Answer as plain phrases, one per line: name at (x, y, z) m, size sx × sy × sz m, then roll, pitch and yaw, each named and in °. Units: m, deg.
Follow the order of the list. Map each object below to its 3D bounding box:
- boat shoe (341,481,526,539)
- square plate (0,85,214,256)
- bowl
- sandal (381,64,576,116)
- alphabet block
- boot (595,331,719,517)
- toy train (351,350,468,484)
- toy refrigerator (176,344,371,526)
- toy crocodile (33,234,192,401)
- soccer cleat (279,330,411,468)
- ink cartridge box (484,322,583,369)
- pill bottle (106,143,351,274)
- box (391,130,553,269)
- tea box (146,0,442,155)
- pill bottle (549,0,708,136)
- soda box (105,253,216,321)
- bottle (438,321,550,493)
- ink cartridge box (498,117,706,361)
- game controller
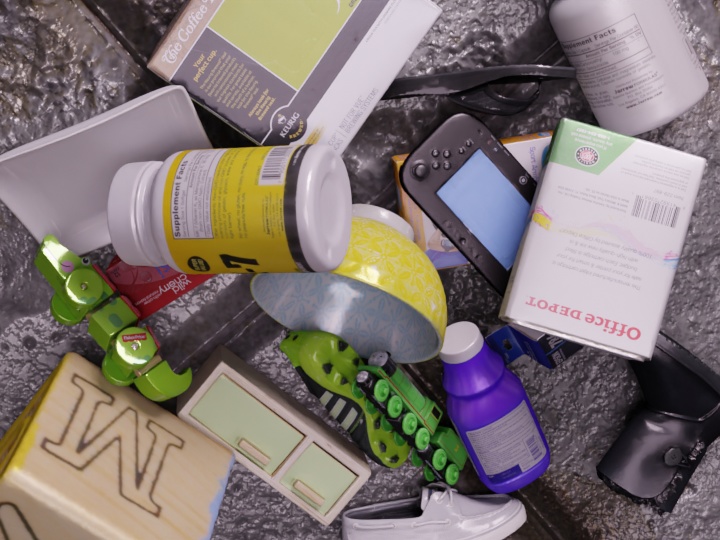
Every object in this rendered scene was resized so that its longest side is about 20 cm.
boat shoe at (0.076, 0.264, 1.400) m, size 0.199 × 0.072 × 0.069 m, roll -11°, pitch 105°, yaw 5°
square plate at (-0.234, -0.092, 1.234) m, size 0.197 × 0.200 × 0.029 m, roll -22°, pitch 64°, yaw -1°
bowl at (0.000, 0.000, 1.284) m, size 0.199 × 0.200 × 0.108 m, roll 24°, pitch 66°, yaw -12°
sandal at (0.114, -0.174, 1.288) m, size 0.199 × 0.075 × 0.048 m, roll -5°, pitch 95°, yaw 9°
alphabet block at (-0.267, 0.238, 1.255) m, size 0.200 × 0.197 × 0.195 m, roll 35°, pitch 118°, yaw -14°
boot at (0.306, 0.158, 1.384) m, size 0.200 × 0.076 × 0.168 m, roll 35°, pitch 95°, yaw -28°
toy train at (0.054, 0.152, 1.340) m, size 0.200 × 0.042 × 0.057 m, roll 52°, pitch 54°, yaw -39°
toy refrigerator at (-0.090, 0.172, 1.352) m, size 0.200 × 0.070 × 0.076 m, roll 39°, pitch 96°, yaw -14°
toy crocodile at (-0.242, 0.047, 1.256) m, size 0.200 × 0.068 × 0.062 m, roll 49°, pitch 57°, yaw 4°
soccer cleat at (-0.010, 0.130, 1.358) m, size 0.068 × 0.081 × 0.200 m, roll -51°, pitch 127°, yaw -23°
ink cartridge box at (0.228, 0.042, 1.348) m, size 0.200 × 0.099 × 0.039 m, roll -35°, pitch 62°, yaw 3°
pill bottle at (-0.117, -0.053, 1.170) m, size 0.199 × 0.114 × 0.115 m, roll -1°, pitch 105°, yaw 19°
box at (0.138, -0.073, 1.338) m, size 0.199 × 0.041 × 0.120 m, roll -10°, pitch 104°, yaw -2°
tea box at (-0.066, -0.223, 1.229) m, size 0.196 × 0.134 × 0.200 m, roll 35°, pitch 97°, yaw -14°
pill bottle at (0.250, -0.241, 1.273) m, size 0.114 × 0.114 × 0.200 m, roll -29°, pitch 105°, yaw 0°
soda box at (-0.149, -0.034, 1.281) m, size 0.200 × 0.070 × 0.064 m, roll -31°, pitch 106°, yaw 11°
bottle at (0.132, 0.140, 1.346) m, size 0.083 × 0.065 × 0.200 m, roll -29°, pitch 124°, yaw -3°
ink cartridge box at (0.230, -0.026, 1.254) m, size 0.145 × 0.088 × 0.201 m, roll 16°, pitch 86°, yaw 2°
game controller at (0.130, -0.061, 1.299) m, size 0.104 × 0.042 × 0.200 m, roll -43°, pitch 105°, yaw 4°
